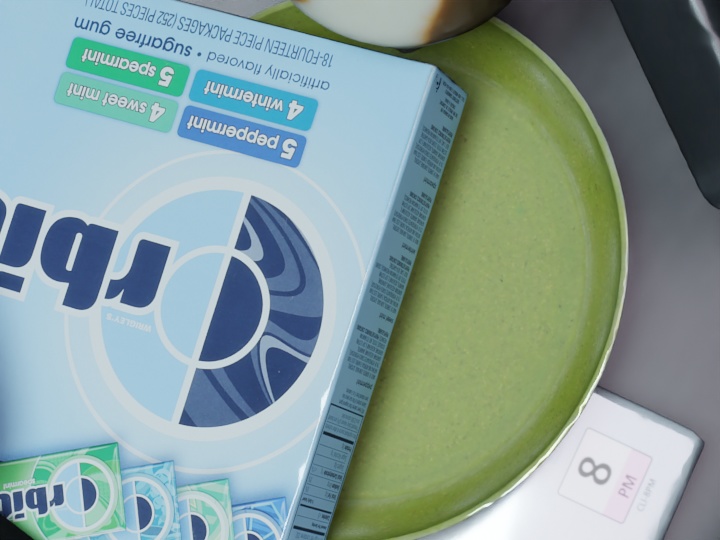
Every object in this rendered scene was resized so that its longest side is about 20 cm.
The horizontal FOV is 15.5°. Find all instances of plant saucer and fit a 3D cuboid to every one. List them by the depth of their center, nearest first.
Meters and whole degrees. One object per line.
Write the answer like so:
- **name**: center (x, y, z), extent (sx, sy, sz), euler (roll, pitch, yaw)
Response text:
- **plant saucer**: center (0.000, 0.000, 0.940), extent (0.199, 0.031, 0.201), euler (-3, 78, 17)

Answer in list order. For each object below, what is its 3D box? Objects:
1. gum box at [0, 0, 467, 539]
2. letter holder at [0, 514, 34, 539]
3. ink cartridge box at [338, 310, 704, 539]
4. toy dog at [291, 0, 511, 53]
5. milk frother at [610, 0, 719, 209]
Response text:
- **gum box**: center (-0.073, 0.008, 0.922), extent (0.169, 0.045, 0.201), euler (16, 85, 21)
- **letter holder**: center (-0.169, 0.151, 0.897), extent (0.200, 0.101, 0.142), euler (37, 131, 7)
- **ink cartridge box**: center (0.000, 0.092, 0.952), extent (0.199, 0.057, 0.163), euler (25, 87, 0)
- **toy dog**: center (0.020, -0.167, 0.886), extent (0.139, 0.194, 0.201), euler (5, 67, -6)
- **milk frother**: center (0.190, -0.116, 0.866), extent (0.200, 0.180, 0.189), euler (-22, 93, 27)
